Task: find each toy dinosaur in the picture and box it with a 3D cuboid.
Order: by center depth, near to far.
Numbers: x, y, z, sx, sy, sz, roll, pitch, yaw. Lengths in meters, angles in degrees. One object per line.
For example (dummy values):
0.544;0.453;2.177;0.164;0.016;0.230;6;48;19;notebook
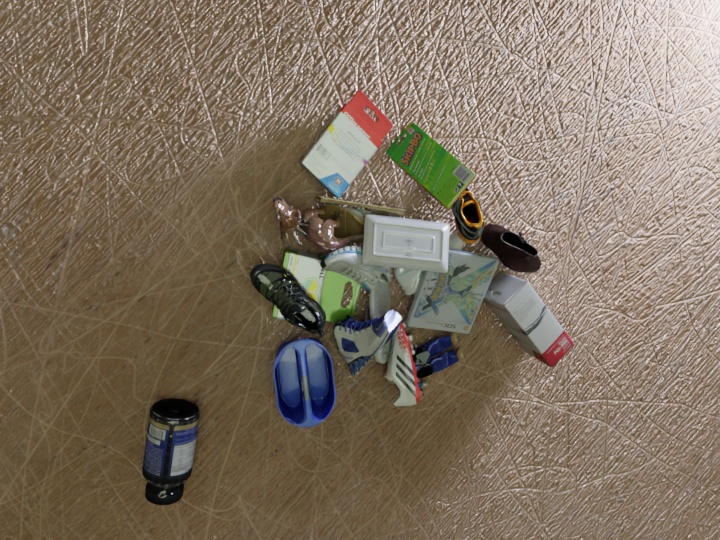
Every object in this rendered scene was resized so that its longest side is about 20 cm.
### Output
-0.098;-0.082;1.165;0.195;0.136;0.088;28;114;4;toy dinosaur

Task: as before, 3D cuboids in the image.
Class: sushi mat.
-0.004;-0.146;1.217;0.192;0.096;0.013;7;98;-12;sushi mat

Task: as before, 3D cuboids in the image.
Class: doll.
0.147;0.217;1.326;0.194;0.048;0.141;-24;99;-1;doll

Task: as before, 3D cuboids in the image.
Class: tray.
0.102;-0.060;1.180;0.192;0.022;0.112;6;83;-9;tray

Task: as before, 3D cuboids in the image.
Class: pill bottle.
-0.425;0.404;1.217;0.107;0.112;0.208;9;97;-11;pill bottle

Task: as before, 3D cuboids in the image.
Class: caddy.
-0.129;0.252;1.250;0.136;0.105;0.209;-8;100;-10;caddy

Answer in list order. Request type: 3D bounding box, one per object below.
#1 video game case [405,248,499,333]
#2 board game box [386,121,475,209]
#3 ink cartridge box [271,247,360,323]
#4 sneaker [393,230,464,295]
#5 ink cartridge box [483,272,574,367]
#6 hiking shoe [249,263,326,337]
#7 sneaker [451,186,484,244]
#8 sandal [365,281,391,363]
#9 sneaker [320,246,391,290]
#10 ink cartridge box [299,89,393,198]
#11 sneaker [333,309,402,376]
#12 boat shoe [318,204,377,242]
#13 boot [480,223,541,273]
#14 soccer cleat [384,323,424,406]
0.215;0.050;1.280;0.176;0.022;0.206;8;114;-23;video game case
0.155;-0.239;1.229;0.200;0.030;0.096;44;91;14;board game box
-0.092;0.046;1.241;0.192;0.076;0.154;12;97;-11;ink cartridge box
0.162;-0.034;1.280;0.199;0.070;0.081;-40;101;-2;sneaker
0.394;0.113;1.305;0.083;0.147;0.201;-41;104;-2;ink cartridge box
-0.147;0.059;1.143;0.198;0.101;0.077;38;91;-13;hiking shoe
0.231;-0.166;1.247;0.076;0.077;0.205;-24;79;-8;sneaker
0.035;0.115;1.286;0.048;0.081;0.212;0;95;32;sandal
0.000;0.000;1.199;0.195;0.074;0.090;0;71;-38;sneaker
-0.031;-0.278;1.206;0.115;0.067;0.202;39;90;-14;ink cartridge box
-0.002;0.143;1.223;0.115;0.080;0.201;45;130;8;sneaker
-0.001;-0.104;1.242;0.193;0.070;0.073;20;116;7;boat shoe
0.368;-0.040;1.265;0.196;0.166;0.074;29;94;-13;boot
0.089;0.213;1.273;0.082;0.069;0.208;-14;83;-2;soccer cleat
